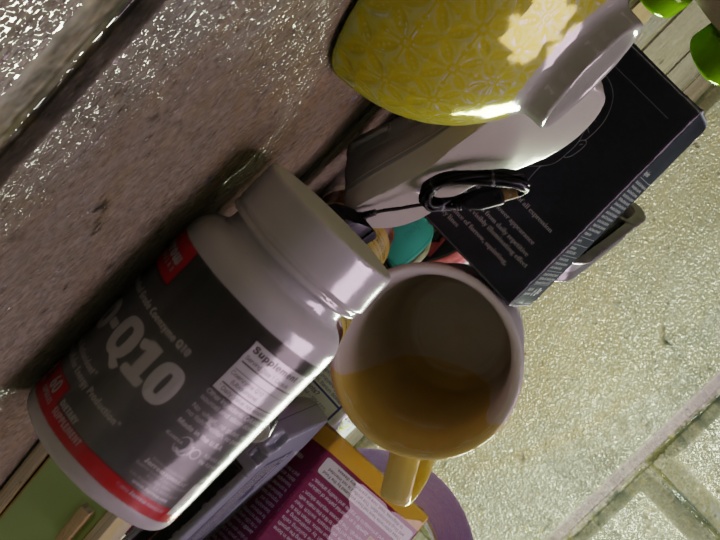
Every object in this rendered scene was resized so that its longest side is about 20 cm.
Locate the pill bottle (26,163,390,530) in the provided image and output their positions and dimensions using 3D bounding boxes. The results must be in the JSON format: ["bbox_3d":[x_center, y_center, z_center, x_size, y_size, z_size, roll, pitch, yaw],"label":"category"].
[{"bbox_3d":[-0.086,0.041,0.906,0.200,0.114,0.114,-46,172,6],"label":"pill bottle"}]

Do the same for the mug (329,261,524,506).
[{"bbox_3d":[0.053,0.070,1.255,0.187,0.150,0.153,-44,177,16],"label":"mug"}]

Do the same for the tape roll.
[{"bbox_3d":[0.005,0.266,1.440,0.200,0.200,0.066,-43,172,-6],"label":"tape roll"}]

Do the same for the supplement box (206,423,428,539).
[{"bbox_3d":[-0.062,0.235,1.337,0.200,0.131,0.103,-49,-150,-9],"label":"supplement box"}]

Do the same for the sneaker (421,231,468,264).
[{"bbox_3d":[0.057,0.021,1.457,0.074,0.087,0.200,-46,-164,-30],"label":"sneaker"}]

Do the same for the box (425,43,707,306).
[{"bbox_3d":[0.139,-0.095,1.195,0.200,0.149,0.107,-45,169,10],"label":"box"}]

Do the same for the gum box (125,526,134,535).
[{"bbox_3d":[-0.125,0.109,1.210,0.200,0.066,0.113,-49,169,32],"label":"gum box"}]

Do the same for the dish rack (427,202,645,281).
[{"bbox_3d":[0.141,-0.050,1.356,0.200,0.171,0.044,-29,145,-59],"label":"dish rack"}]

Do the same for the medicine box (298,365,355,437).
[{"bbox_3d":[-0.064,0.127,1.481,0.200,0.103,0.182,-43,172,-2],"label":"medicine box"}]

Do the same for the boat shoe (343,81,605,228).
[{"bbox_3d":[0.066,-0.093,1.005,0.072,0.069,0.199,12,150,-40],"label":"boat shoe"}]

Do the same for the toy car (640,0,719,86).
[{"bbox_3d":[0.361,-0.289,1.397,0.164,0.158,0.200,-35,-168,40],"label":"toy car"}]

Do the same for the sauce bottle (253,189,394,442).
[{"bbox_3d":[-0.040,0.030,1.073,0.201,0.066,0.066,-58,-177,-39],"label":"sauce bottle"}]

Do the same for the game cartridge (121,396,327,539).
[{"bbox_3d":[-0.116,0.176,1.234,0.200,0.042,0.133,-44,175,14],"label":"game cartridge"}]

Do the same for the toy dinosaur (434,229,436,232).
[{"bbox_3d":[0.100,-0.046,1.605,0.200,0.077,0.102,-47,-175,-21],"label":"toy dinosaur"}]

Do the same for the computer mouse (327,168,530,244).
[{"bbox_3d":[0.014,-0.026,1.011,0.198,0.034,0.059,-15,156,22],"label":"computer mouse"}]

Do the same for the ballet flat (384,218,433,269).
[{"bbox_3d":[0.000,0.000,1.327,0.070,0.069,0.200,-49,172,31],"label":"ballet flat"}]

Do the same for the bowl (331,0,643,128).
[{"bbox_3d":[0.090,-0.144,0.871,0.200,0.108,0.200,-43,172,-7],"label":"bowl"}]

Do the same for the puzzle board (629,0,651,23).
[{"bbox_3d":[0.216,-0.205,1.510,0.200,0.017,0.151,-43,173,-7],"label":"puzzle board"}]

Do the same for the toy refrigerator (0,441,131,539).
[{"bbox_3d":[-0.181,0.139,1.061,0.200,0.076,0.070,-48,171,27],"label":"toy refrigerator"}]
